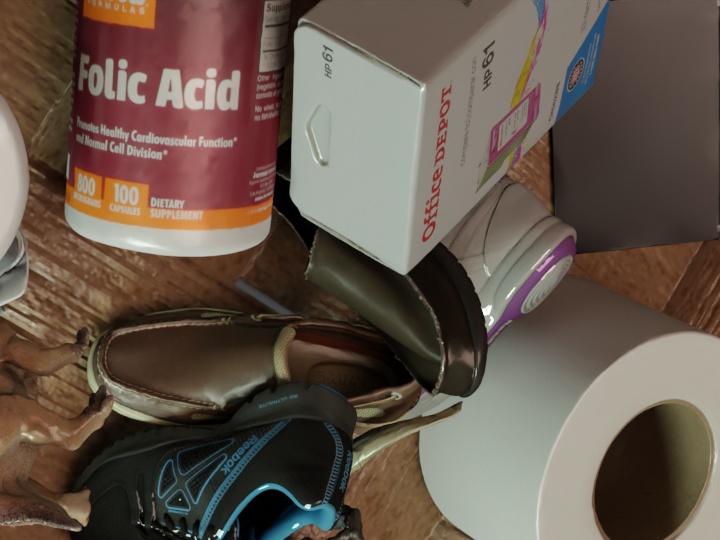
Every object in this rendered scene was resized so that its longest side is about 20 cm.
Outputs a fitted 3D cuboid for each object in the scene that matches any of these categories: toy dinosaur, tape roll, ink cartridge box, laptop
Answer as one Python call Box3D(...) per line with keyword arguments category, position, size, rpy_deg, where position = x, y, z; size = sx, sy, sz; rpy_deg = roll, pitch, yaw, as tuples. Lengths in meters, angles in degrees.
Box3D(category="toy dinosaur", position=(-0.029, 0.138, 0.939), size=(0.048, 0.199, 0.089), rpy_deg=(47, 33, -28))
Box3D(category="tape roll", position=(0.158, 0.117, 1.078), size=(0.201, 0.139, 0.205), rpy_deg=(-11, 112, -30))
Box3D(category="toy dinosaur", position=(-0.209, 0.075, 0.822), size=(0.134, 0.201, 0.086), rpy_deg=(0, 136, -31))
Box3D(category="ink cartridge box", position=(0.054, -0.117, 0.868), size=(0.200, 0.084, 0.145), rpy_deg=(-43, 153, -31))
Box3D(category="laptop", position=(0.224, -0.120, 1.125), size=(0.200, 0.102, 0.179), rpy_deg=(-33, 125, -50))

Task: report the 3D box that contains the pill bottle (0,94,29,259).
Box3D(category="pill bottle", position=(-0.237, -0.061, 0.725), size=(0.113, 0.199, 0.116), rpy_deg=(-11, 111, -30))

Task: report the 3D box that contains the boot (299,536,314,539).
Box3D(category="boot", position=(-0.036, 0.272, 1.043), size=(0.096, 0.075, 0.202), rpy_deg=(-32, 118, -17))

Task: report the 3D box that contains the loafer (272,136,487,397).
Box3D(category="loafer", position=(0.000, 0.000, 0.916), size=(0.071, 0.201, 0.073), rpy_deg=(-21, 147, -28))

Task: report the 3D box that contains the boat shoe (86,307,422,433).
Box3D(category="boat shoe", position=(-0.057, 0.052, 0.927), size=(0.200, 0.075, 0.076), rpy_deg=(3, 70, -17))

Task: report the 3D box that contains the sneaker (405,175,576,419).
Box3D(category="sneaker", position=(0.046, 0.021, 1.026), size=(0.200, 0.100, 0.075), rpy_deg=(-45, 161, 9))

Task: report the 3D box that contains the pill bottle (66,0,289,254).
Box3D(category="pill bottle", position=(-0.096, -0.119, 0.842), size=(0.113, 0.114, 0.203), rpy_deg=(-3, 107, -32))

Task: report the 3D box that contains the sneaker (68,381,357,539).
Box3D(category="sneaker", position=(-0.092, 0.131, 0.901), size=(0.199, 0.083, 0.073), rpy_deg=(-26, 132, 25))

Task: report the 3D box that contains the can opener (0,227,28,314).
Box3D(category="can opener", position=(-0.256, 0.020, 0.773), size=(0.198, 0.054, 0.067), rpy_deg=(-23, 162, 4))
